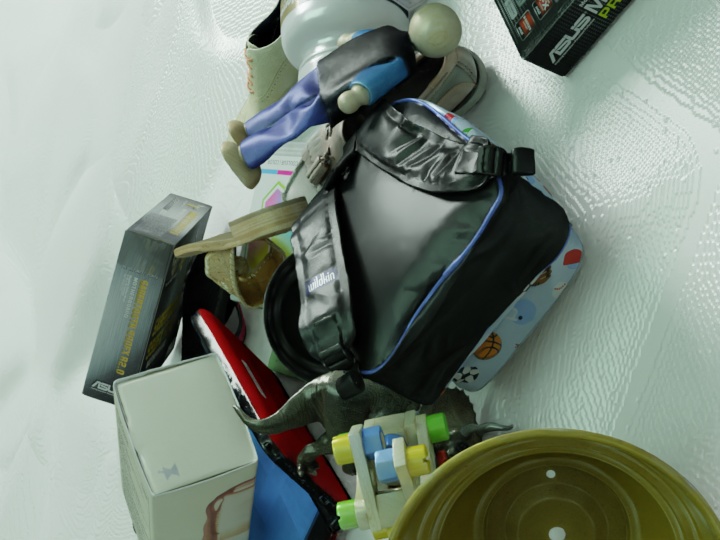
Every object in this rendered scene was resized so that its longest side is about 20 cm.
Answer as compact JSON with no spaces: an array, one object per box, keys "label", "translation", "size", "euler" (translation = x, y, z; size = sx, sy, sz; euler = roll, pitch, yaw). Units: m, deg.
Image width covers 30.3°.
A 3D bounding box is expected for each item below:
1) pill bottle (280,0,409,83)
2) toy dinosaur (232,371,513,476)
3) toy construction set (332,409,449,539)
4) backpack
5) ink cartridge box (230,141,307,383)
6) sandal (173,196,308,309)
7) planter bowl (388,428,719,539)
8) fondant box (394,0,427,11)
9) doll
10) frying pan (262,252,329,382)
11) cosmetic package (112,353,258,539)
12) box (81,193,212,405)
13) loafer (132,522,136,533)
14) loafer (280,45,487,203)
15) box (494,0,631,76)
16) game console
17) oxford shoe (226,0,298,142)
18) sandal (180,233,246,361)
[{"label":"pill bottle","translation":[-0.014,-0.230,1.130],"size":[0.111,0.110,0.202],"euler":[-30,54,46]},{"label":"toy dinosaur","translation":[0.010,0.111,0.959],"size":[0.198,0.077,0.103],"euler":[21,111,15]},{"label":"toy construction set","translation":[0.030,0.177,0.855],"size":[0.131,0.091,0.202],"euler":[-82,-8,-71]},{"label":"backpack","translation":[0.048,-0.023,0.928],"size":[0.200,0.154,0.191],"euler":[-49,42,13]},{"label":"ink cartridge box","translation":[-0.056,-0.009,1.152],"size":[0.103,0.059,0.202],"euler":[11,87,55]},{"label":"sandal","translation":[-0.093,-0.003,1.088],"size":[0.211,0.077,0.070],"euler":[-19,89,62]},{"label":"planter bowl","translation":[0.115,0.170,0.777],"size":[0.202,0.199,0.084],"euler":[-61,0,19]},{"label":"fondant box","translation":[0.089,-0.297,0.952],"size":[0.199,0.058,0.146],"euler":[-25,53,39]},{"label":"doll","translation":[-0.013,-0.142,0.999],"size":[0.199,0.049,0.137],"euler":[-30,26,20]},{"label":"frying pan","translation":[-0.016,-0.002,1.053],"size":[0.031,0.114,0.192],"euler":[157,124,-72]},{"label":"cosmetic package","translation":[-0.141,0.164,1.065],"size":[0.201,0.086,0.104],"euler":[103,147,-59]},{"label":"box","translation":[-0.197,0.023,1.256],"size":[0.200,0.048,0.160],"euler":[-76,3,-78]},{"label":"loafer","translation":[-0.176,0.213,1.229],"size":[0.073,0.071,0.201],"euler":[-58,38,23]},{"label":"loafer","translation":[0.007,-0.112,1.046],"size":[0.199,0.063,0.072],"euler":[-38,67,17]},{"label":"box","translation":[0.151,-0.267,0.968],"size":[0.160,0.044,0.201],"euler":[-49,41,34]},{"label":"game console","translation":[-0.098,0.161,1.104],"size":[0.119,0.172,0.200],"euler":[-41,40,2]},{"label":"oxford shoe","translation":[-0.087,-0.191,1.254],"size":[0.201,0.073,0.071],"euler":[-59,37,22]},{"label":"sandal","translation":[-0.138,0.067,1.260],"size":[0.075,0.045,0.202],"euler":[1,84,57]}]
